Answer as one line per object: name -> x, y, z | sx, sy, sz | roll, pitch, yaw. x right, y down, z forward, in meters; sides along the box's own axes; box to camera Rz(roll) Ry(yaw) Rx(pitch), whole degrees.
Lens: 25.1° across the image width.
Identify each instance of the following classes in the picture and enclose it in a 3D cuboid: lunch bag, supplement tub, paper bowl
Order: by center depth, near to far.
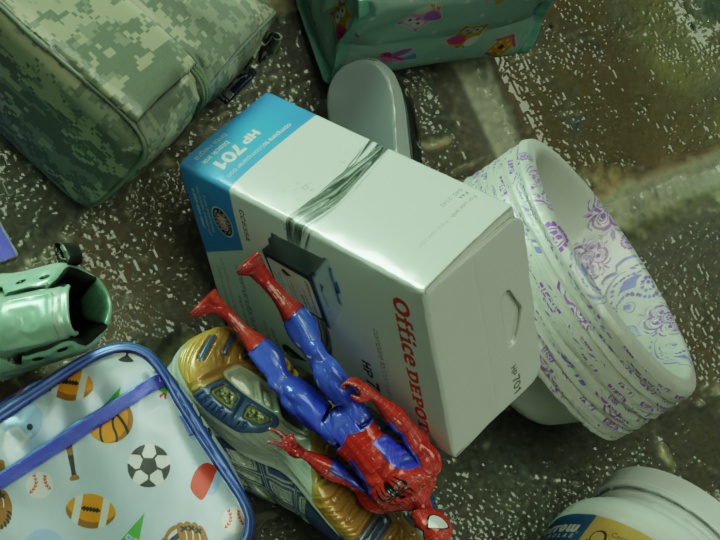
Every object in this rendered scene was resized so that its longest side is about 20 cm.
lunch bag -> -0.172, 0.140, 0.913 | 0.200, 0.076, 0.160 | -32, 90, -9
lunch bag -> -0.164, -0.163, 1.007 | 0.200, 0.139, 0.168 | 43, 61, -8
supplement tub -> 0.154, 0.236, 1.023 | 0.145, 0.145, 0.200 | 47, 60, -5
paper bowl -> 0.127, 0.021, 1.074 | 0.201, 0.104, 0.201 | 49, 19, -23
lunch bag -> 0.031, -0.250, 1.143 | 0.170, 0.122, 0.200 | -10, 67, -21

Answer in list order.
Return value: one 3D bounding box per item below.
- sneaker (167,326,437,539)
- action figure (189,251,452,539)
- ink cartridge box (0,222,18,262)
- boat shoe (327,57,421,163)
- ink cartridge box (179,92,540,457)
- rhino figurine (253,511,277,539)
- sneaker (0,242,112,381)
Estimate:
sneaker -> -0.039, 0.115, 1.004 | 0.200, 0.088, 0.075 | 43, 56, -5
action figure -> -0.015, 0.083, 0.941 | 0.200, 0.065, 0.052 | 48, 16, -4
ink cartridge box -> -0.328, -0.059, 0.951 | 0.200, 0.043, 0.198 | -28, 86, -31
boat shoe -> 0.018, -0.043, 1.098 | 0.057, 0.069, 0.200 | 6, 80, -65
ink cartridge box -> 0.000, 0.000, 0.972 | 0.200, 0.147, 0.086 | 29, 57, 36
rhino figurine -> -0.084, 0.235, 0.959 | 0.087, 0.060, 0.200 | 31, 60, -22
sneaker -> -0.223, 0.030, 0.880 | 0.200, 0.118, 0.074 | -15, 89, -59
